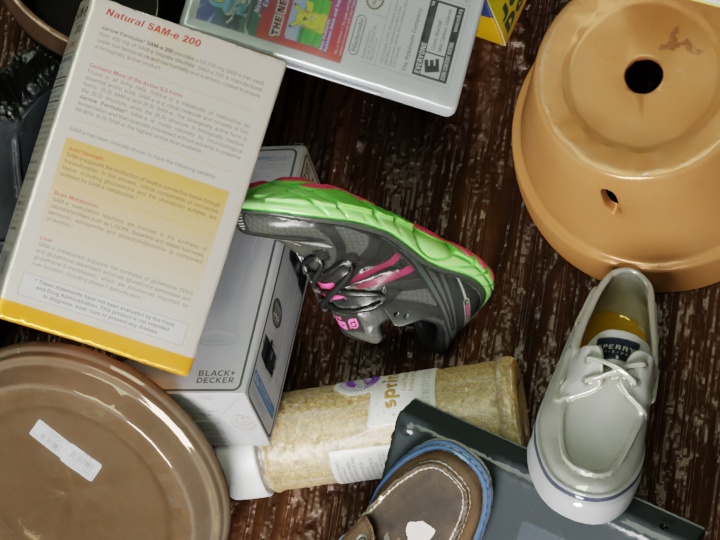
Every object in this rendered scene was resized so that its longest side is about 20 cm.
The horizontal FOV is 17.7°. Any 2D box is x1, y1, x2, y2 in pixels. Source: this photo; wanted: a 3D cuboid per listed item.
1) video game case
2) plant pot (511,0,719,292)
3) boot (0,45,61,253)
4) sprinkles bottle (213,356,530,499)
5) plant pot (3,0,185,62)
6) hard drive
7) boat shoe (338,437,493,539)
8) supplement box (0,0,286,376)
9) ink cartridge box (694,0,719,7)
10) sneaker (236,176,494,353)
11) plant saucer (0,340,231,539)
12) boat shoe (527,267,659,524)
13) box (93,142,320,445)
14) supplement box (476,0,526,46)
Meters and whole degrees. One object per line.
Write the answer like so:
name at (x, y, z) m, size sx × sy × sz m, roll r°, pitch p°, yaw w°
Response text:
video game case at (-0.003, -0.216, 1.462) m, size 0.181 × 0.023 × 0.202 m, roll 17°, pitch 77°, yaw -6°
plant pot at (0.186, -0.101, 1.472) m, size 0.198 × 0.140 × 0.202 m, roll -4°, pitch 73°, yaw 13°
boot at (-0.271, -0.043, 1.486) m, size 0.199 × 0.169 × 0.076 m, roll -26°, pitch 43°, yaw -28°
sprinkles bottle at (0.007, 0.102, 1.491) m, size 0.198 × 0.068 × 0.069 m, roll -9°, pitch 72°, yaw 10°
plant pot at (-0.165, -0.205, 1.543) m, size 0.185 × 0.200 × 0.189 m, roll 2°, pitch 78°, yaw -11°
hard drive at (0.099, 0.180, 1.425) m, size 0.199 × 0.033 × 0.140 m, roll 23°, pitch 119°, yaw 18°
boat shoe at (0.013, 0.187, 1.411) m, size 0.072 × 0.072 × 0.201 m, roll 38°, pitch 123°, yaw 9°
supplement box at (-0.137, -0.051, 1.397) m, size 0.125 × 0.073 × 0.202 m, roll 19°, pitch 88°, yaw -14°
ink cartridge box at (0.234, -0.212, 1.458) m, size 0.198 × 0.198 × 0.047 m, roll 15°, pitch 115°, yaw -16°
sneaker at (0.000, 0.000, 1.469) m, size 0.077 × 0.199 × 0.084 m, roll 25°, pitch 90°, yaw 59°
plant saucer at (-0.177, 0.134, 1.470) m, size 0.199 × 0.201 × 0.030 m, roll 14°, pitch 37°, yaw 17°
boat shoe at (0.150, 0.069, 1.410) m, size 0.070 × 0.070 × 0.200 m, roll 16°, pitch 37°, yaw 7°
box at (-0.098, 0.014, 1.508) m, size 0.116 × 0.060 × 0.201 m, roll -2°, pitch 53°, yaw 18°
supplement box at (0.024, -0.249, 1.570) m, size 0.199 × 0.110 × 0.109 m, roll 22°, pitch 80°, yaw 19°
